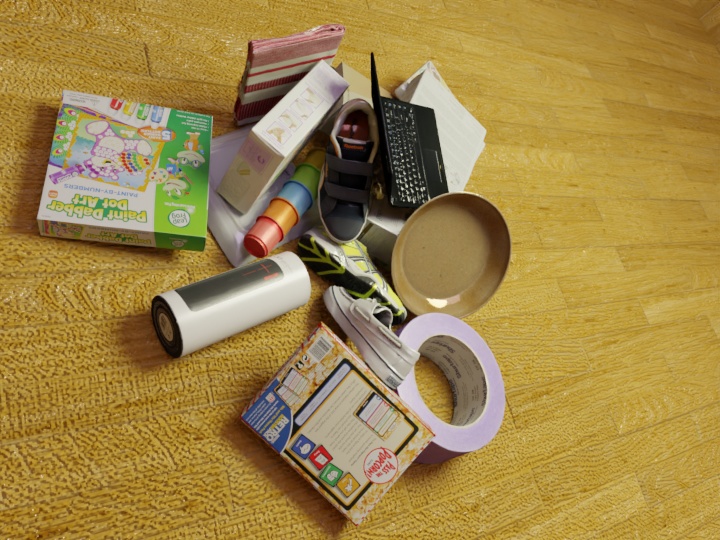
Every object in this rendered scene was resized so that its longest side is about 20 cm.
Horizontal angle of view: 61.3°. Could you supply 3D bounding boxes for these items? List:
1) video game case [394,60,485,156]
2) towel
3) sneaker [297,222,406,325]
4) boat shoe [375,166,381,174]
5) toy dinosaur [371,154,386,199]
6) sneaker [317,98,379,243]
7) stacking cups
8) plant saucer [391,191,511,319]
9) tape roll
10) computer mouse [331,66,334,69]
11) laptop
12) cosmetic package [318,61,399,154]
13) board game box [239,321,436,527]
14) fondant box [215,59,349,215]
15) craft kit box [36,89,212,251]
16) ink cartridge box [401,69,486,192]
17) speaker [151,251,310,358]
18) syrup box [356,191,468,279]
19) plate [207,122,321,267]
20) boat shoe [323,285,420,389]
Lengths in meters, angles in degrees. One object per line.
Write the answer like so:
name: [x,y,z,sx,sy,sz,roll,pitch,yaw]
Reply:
video game case: [0.155,-0.280,1.133,0.201,0.023,0.183,53,37,-12]
towel: [-0.111,-0.284,0.896,0.142,0.200,0.023,-21,81,-23]
sneaker: [0.000,0.000,0.917,0.200,0.075,0.077,44,50,-6]
boat shoe: [0.096,-0.145,1.060,0.197,0.074,0.070,-9,64,-37]
toy dinosaur: [0.056,-0.151,0.973,0.198,0.058,0.102,-18,76,-50]
sneaker: [-0.018,-0.141,0.855,0.077,0.079,0.205,4,92,-10]
stacking cups: [-0.099,-0.100,0.873,0.060,0.060,0.201,40,50,-8]
plant saucer: [0.134,-0.022,0.921,0.197,0.203,0.035,20,11,-23]
tape roll: [0.110,0.171,0.889,0.197,0.085,0.204,15,58,-25]
computer mouse: [-0.108,-0.326,1.043,0.197,0.046,0.143,5,63,-31]
laptop: [0.078,-0.192,0.880,0.197,0.103,0.181,2,74,-36]
cosmetic package: [0.023,-0.257,1.052,0.198,0.071,0.107,21,54,-36]
board game box: [-0.027,0.190,0.760,0.200,0.046,0.152,44,87,-4]
fondant box: [-0.108,-0.190,0.862,0.058,0.144,0.201,38,49,-9]
craft kit box: [-0.297,-0.129,0.792,0.196,0.049,0.201,5,64,-19]
ink cartridge box: [0.121,-0.211,1.016,0.159,0.047,0.202,38,59,-22]
speaker: [-0.161,0.040,0.786,0.198,0.081,0.082,-21,77,-39]
syrup box: [0.079,-0.044,0.987,0.198,0.081,0.080,28,49,-16]
plate: [-0.160,-0.128,0.910,0.199,0.032,0.201,-30,83,-41]
boat shoe: [0.016,0.075,0.837,0.073,0.065,0.200,39,7,-48]
